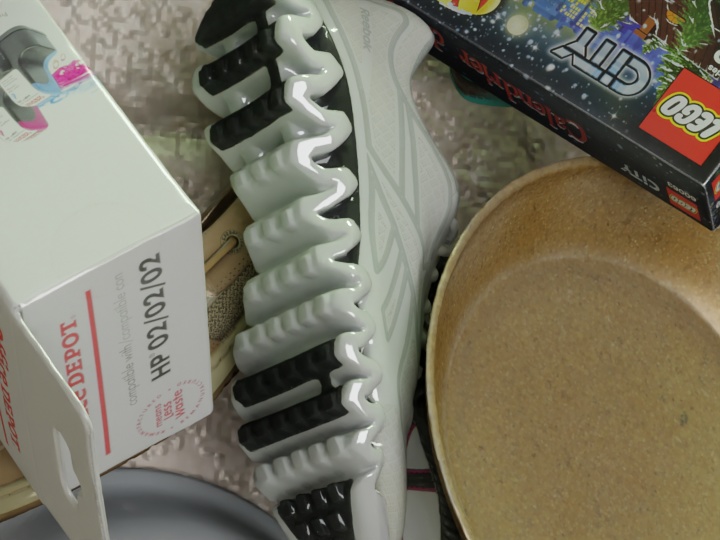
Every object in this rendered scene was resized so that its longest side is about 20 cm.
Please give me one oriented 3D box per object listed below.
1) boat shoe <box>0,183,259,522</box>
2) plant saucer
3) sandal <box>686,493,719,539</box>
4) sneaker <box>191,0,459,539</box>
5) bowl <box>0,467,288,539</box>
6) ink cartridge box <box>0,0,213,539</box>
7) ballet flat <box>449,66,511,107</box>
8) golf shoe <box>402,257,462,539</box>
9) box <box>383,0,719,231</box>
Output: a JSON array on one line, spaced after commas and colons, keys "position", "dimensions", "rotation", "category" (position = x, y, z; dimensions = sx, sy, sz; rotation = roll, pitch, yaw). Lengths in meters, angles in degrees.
[{"position": [-0.069, 0.013, 1.025], "dimensions": [0.200, 0.071, 0.065], "rotation": [-39, 99, -25], "category": "boat shoe"}, {"position": [0.095, 0.060, 1.000], "dimensions": [0.199, 0.035, 0.201], "rotation": [15, 62, -30], "category": "plant saucer"}, {"position": [0.056, 0.145, 1.070], "dimensions": [0.070, 0.078, 0.212], "rotation": [36, 94, 21], "category": "sandal"}, {"position": [0.000, 0.000, 0.986], "dimensions": [0.081, 0.075, 0.201], "rotation": [-1, 82, -36], "category": "sneaker"}, {"position": [-0.073, 0.172, 1.011], "dimensions": [0.200, 0.090, 0.202], "rotation": [0, 91, -19], "category": "bowl"}, {"position": [-0.105, -0.011, 0.932], "dimensions": [0.068, 0.115, 0.200], "rotation": [-28, 61, -17], "category": "ink cartridge box"}, {"position": [0.110, -0.125, 1.085], "dimensions": [0.200, 0.067, 0.070], "rotation": [-53, 145, -13], "category": "ballet flat"}, {"position": [0.025, 0.084, 1.038], "dimensions": [0.077, 0.088, 0.201], "rotation": [19, 48, -42], "category": "golf shoe"}, {"position": [0.082, -0.121, 1.027], "dimensions": [0.200, 0.038, 0.137], "rotation": [33, 76, 24], "category": "box"}]
